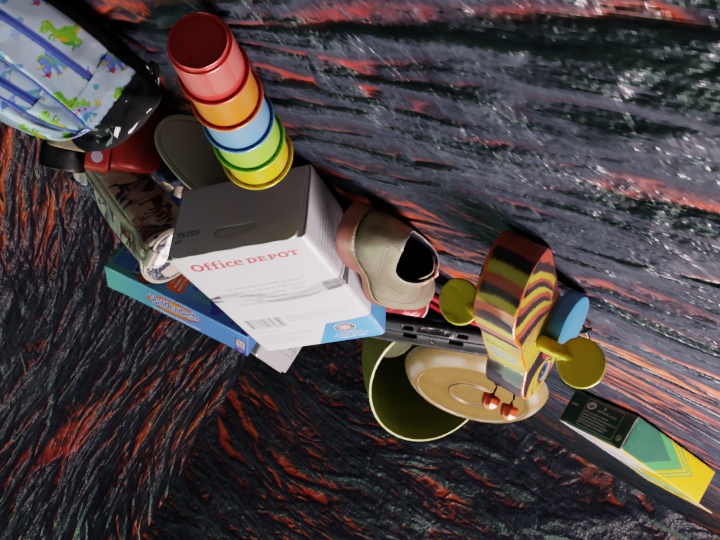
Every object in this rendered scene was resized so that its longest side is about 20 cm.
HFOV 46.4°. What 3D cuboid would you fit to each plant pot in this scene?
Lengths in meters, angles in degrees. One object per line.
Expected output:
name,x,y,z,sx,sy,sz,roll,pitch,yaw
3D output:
plant pot,0.152,0.159,1.137,0.198,0.028,0.201,15,150,9
plant pot,0.076,0.131,1.308,0.186,0.188,0.200,34,-172,-23

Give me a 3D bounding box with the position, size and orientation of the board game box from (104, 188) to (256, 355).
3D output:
board game box,-0.187,-0.003,1.034,0.198,0.153,0.045,24,143,10

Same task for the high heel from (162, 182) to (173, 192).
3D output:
high heel,-0.199,-0.058,1.176,0.199,0.144,0.071,25,137,-19

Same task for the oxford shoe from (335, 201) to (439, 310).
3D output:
oxford shoe,0.043,0.003,0.808,0.074,0.071,0.200,21,172,27

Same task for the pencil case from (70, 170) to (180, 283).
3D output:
pencil case,-0.270,-0.074,0.996,0.089,0.078,0.200,-5,-135,-50

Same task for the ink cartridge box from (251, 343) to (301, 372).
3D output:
ink cartridge box,-0.129,0.033,1.292,0.145,0.201,0.084,26,172,39

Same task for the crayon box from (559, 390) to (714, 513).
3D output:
crayon box,0.380,0.242,1.129,0.199,0.052,0.126,35,173,-25

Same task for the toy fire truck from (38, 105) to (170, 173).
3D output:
toy fire truck,-0.228,-0.131,0.907,0.198,0.130,0.176,11,-169,-11

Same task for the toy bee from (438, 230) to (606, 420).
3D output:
toy bee,0.127,0.058,0.629,0.200,0.109,0.130,36,171,-38

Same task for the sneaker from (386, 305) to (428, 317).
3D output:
sneaker,0.000,0.000,0.988,0.199,0.072,0.112,34,177,-4

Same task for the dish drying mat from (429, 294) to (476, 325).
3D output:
dish drying mat,0.154,0.078,1.099,0.199,0.018,0.077,30,175,12

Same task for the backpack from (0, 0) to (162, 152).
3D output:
backpack,-0.285,-0.185,0.686,0.200,0.154,0.163,51,170,-35

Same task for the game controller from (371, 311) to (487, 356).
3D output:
game controller,0.084,0.065,0.945,0.198,0.043,0.104,8,170,4

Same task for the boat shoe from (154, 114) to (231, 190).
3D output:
boat shoe,-0.127,-0.093,0.875,0.199,0.073,0.063,29,172,-21

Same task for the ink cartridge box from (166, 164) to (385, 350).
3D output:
ink cartridge box,-0.074,-0.005,0.841,0.144,0.084,0.200,-9,147,21

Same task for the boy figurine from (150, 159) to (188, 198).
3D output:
boy figurine,-0.173,-0.099,1.031,0.199,0.065,0.124,27,-157,29

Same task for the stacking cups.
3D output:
stacking cups,-0.085,-0.116,0.584,0.060,0.061,0.200,31,169,7
